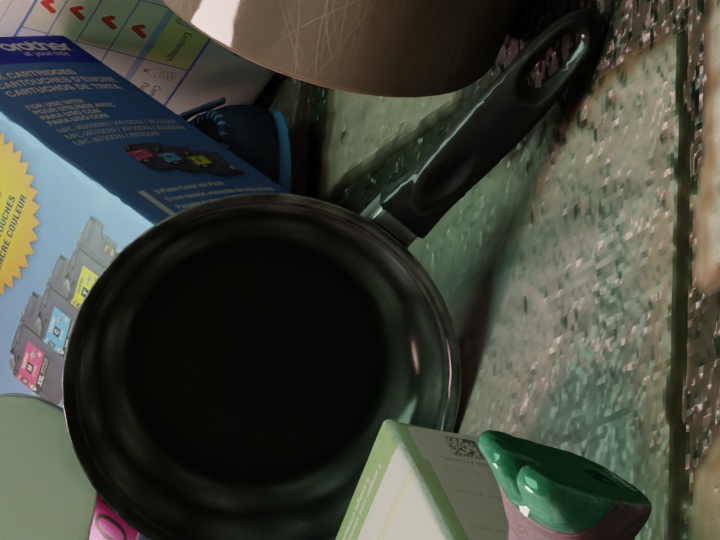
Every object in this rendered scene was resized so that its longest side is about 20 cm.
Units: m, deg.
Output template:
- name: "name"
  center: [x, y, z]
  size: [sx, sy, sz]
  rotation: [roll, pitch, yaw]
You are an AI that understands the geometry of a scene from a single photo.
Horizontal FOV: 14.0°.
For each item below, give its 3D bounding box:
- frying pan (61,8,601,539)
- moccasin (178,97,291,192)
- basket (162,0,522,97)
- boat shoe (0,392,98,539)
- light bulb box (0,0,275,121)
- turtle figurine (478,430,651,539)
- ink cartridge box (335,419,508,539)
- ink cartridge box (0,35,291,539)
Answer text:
- name: "frying pan"
  center: [-0.017, -0.003, 0.838]
  size: [0.031, 0.115, 0.190]
  rotation: [-109, 37, -71]
- name: "moccasin"
  center: [-0.088, 0.001, 1.047]
  size: [0.200, 0.068, 0.080]
  rotation: [-46, 39, 51]
- name: "basket"
  center: [0.017, -0.160, 0.811]
  size: [0.180, 0.136, 0.200]
  rotation: [-82, 11, -60]
- name: "boat shoe"
  center: [-0.128, 0.134, 0.864]
  size: [0.069, 0.072, 0.200]
  rotation: [109, 173, -77]
- name: "light bulb box"
  center: [-0.118, -0.140, 1.018]
  size: [0.198, 0.200, 0.125]
  rotation: [130, 146, -47]
- name: "turtle figurine"
  center: [0.025, 0.145, 0.643]
  size: [0.200, 0.150, 0.101]
  rotation: [-63, -8, 9]
- name: "ink cartridge box"
  center: [0.026, 0.151, 0.750]
  size: [0.200, 0.048, 0.146]
  rotation: [-116, 44, -59]
- name: "ink cartridge box"
  center: [-0.100, 0.012, 0.960]
  size: [0.200, 0.076, 0.136]
  rotation: [36, 115, 34]
